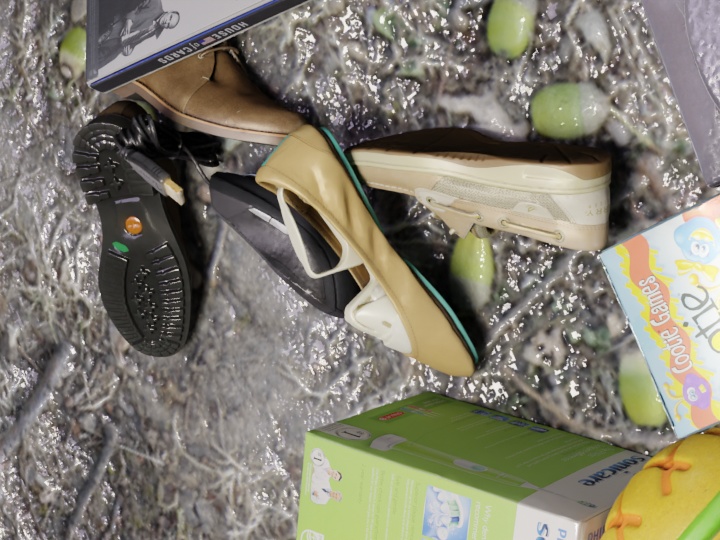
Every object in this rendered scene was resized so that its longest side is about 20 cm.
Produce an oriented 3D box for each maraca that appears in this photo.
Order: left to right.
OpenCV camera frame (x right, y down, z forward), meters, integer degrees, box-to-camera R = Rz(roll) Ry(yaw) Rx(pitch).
[{"bbox_3d":[0.207,0.134,0.952,0.107,0.137,0.200,42,97,16],"label":"maraca"}]

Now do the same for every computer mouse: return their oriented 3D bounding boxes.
[{"bbox_3d":[-0.076,-0.047,1.165,0.200,0.140,0.046,44,106,22],"label":"computer mouse"}]

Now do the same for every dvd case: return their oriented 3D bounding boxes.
[{"bbox_3d":[-0.116,-0.224,1.194,0.199,0.025,0.152,-17,65,34],"label":"dvd case"}]

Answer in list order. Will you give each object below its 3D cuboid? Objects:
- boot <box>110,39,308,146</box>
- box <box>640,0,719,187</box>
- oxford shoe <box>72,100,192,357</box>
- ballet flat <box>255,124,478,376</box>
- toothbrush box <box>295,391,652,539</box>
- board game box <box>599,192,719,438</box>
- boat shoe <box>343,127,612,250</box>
[{"bbox_3d":[-0.109,-0.140,1.216,0.199,0.073,0.076,27,102,32],"label":"boot"},{"bbox_3d":[0.232,-0.163,0.935,0.131,0.114,0.202,-22,85,36],"label":"box"},{"bbox_3d":[-0.155,-0.031,1.266,0.072,0.085,0.202,1,117,11],"label":"oxford shoe"},{"bbox_3d":[0.000,0.000,1.130,0.201,0.063,0.069,55,165,-5],"label":"ballet flat"},{"bbox_3d":[0.080,0.150,1.075,0.198,0.145,0.087,12,104,33],"label":"toothbrush box"},{"bbox_3d":[0.231,0.005,0.910,0.103,0.199,0.106,-28,82,35],"label":"board game box"},{"bbox_3d":[0.071,-0.050,1.097,0.198,0.072,0.066,9,112,37],"label":"boat shoe"}]
